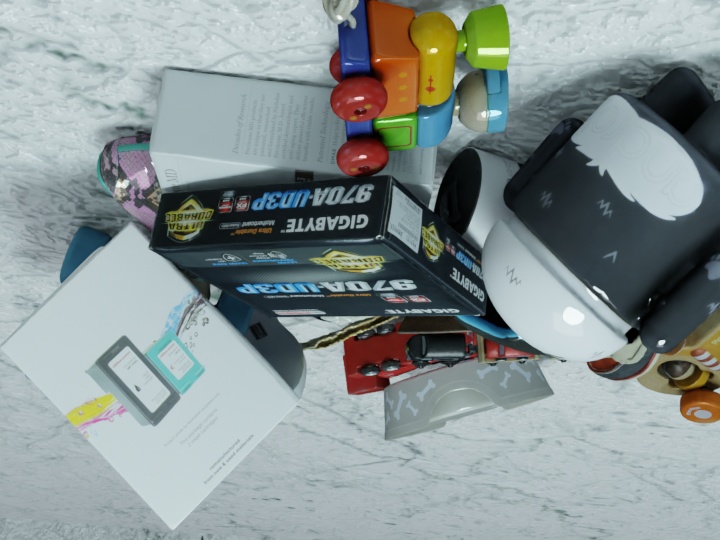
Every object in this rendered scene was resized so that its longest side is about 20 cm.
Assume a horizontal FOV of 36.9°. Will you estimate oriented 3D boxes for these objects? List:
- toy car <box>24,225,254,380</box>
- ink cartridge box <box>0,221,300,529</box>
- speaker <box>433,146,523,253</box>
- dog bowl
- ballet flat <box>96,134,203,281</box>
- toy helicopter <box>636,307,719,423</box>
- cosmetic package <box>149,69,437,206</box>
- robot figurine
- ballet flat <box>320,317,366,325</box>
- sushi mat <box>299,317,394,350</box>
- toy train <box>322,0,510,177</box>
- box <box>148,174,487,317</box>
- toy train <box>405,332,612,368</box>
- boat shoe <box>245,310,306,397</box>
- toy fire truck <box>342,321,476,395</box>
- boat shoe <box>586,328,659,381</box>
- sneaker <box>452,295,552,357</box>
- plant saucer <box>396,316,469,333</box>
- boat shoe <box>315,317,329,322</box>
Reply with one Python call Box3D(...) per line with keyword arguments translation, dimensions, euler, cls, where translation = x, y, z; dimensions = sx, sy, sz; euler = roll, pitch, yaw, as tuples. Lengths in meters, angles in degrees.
Box3D(translation=(-0.217, 0.069, 1.091), dimensions=(0.182, 0.179, 0.200), euler=(20, 169, -7), cls="toy car")
Box3D(translation=(-0.172, 0.086, 0.916), dimensions=(0.200, 0.146, 0.147), euler=(46, 172, -1), cls="ink cartridge box")
Box3D(translation=(0.157, -0.031, 0.841), dimensions=(0.197, 0.082, 0.081), euler=(15, 156, -19), cls="speaker")
Box3D(translation=(0.116, 0.139, 1.219), dimensions=(0.197, 0.060, 0.200), euler=(-15, 170, -3), cls="dog bowl")
Box3D(translation=(-0.143, -0.048, 0.904), dimensions=(0.070, 0.070, 0.200), euler=(-6, 151, 18), cls="ballet flat")
Box3D(translation=(0.337, 0.070, 1.084), dimensions=(0.130, 0.080, 0.201), euler=(17, 146, -4), cls="toy helicopter")
Box3D(translation=(-0.046, -0.081, 0.784), dimensions=(0.197, 0.075, 0.102), euler=(5, 158, 0), cls="cosmetic package")
Box3D(translation=(0.171, -0.032, 0.712), dimensions=(0.125, 0.200, 0.150), euler=(41, -170, -9), cls="robot figurine")
Box3D(translation=(0.000, 0.000, 0.907), dimensions=(0.071, 0.073, 0.201), euler=(8, 142, -6), cls="ballet flat")
Box3D(translation=(-0.015, 0.060, 1.082), dimensions=(0.095, 0.012, 0.200), euler=(-24, 179, -11), cls="sushi mat")
Box3D(translation=(0.036, -0.135, 0.630), dimensions=(0.114, 0.086, 0.200), euler=(-5, 158, 0), cls="toy train")
Box3D(translation=(-0.027, -0.011, 0.778), dimensions=(0.198, 0.047, 0.159), euler=(-2, 159, 31), cls="box")
Box3D(translation=(0.139, 0.068, 0.990), dimensions=(0.197, 0.035, 0.046), euler=(-2, 166, 0), cls="toy train")
Box3D(translation=(-0.094, 0.100, 1.097), dimensions=(0.071, 0.200, 0.069), euler=(-23, 118, -10), cls="boat shoe")
Box3D(translation=(0.051, 0.093, 1.199), dimensions=(0.198, 0.050, 0.141), euler=(-15, 164, 25), cls="toy fire truck")
Box3D(translation=(0.259, 0.051, 1.020), dimensions=(0.062, 0.072, 0.200), euler=(-3, 155, -20), cls="boat shoe")
Box3D(translation=(0.090, 0.006, 0.879), dimensions=(0.199, 0.074, 0.081), euler=(26, -167, 41), cls="sneaker")
Box3D(translation=(0.131, 0.036, 1.006), dimensions=(0.197, 0.037, 0.200), euler=(-4, 177, 0), cls="plant saucer")
Box3D(translation=(-0.051, -0.012, 0.967), dimensions=(0.075, 0.061, 0.200), euler=(-4, 156, 23), cls="boat shoe")
